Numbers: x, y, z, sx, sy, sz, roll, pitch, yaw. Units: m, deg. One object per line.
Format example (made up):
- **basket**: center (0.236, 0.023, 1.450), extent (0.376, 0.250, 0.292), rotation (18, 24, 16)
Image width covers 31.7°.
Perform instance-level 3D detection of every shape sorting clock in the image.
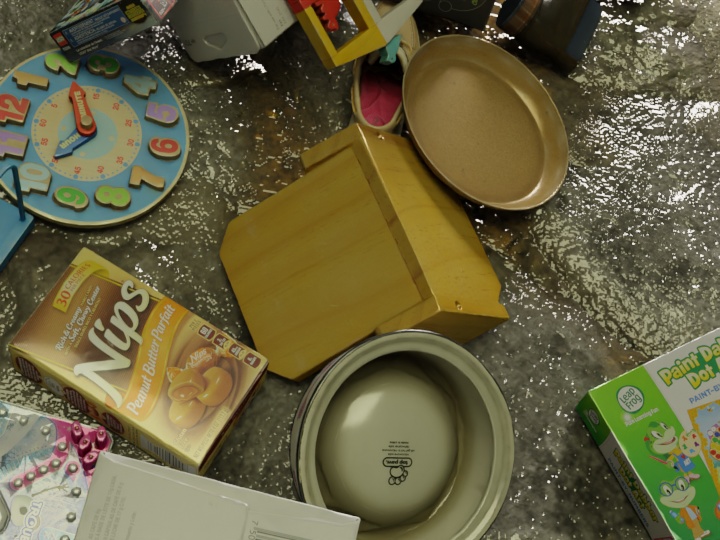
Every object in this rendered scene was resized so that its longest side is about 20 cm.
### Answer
- **shape sorting clock**: center (-0.263, -0.133, 1.224), extent (0.196, 0.039, 0.203), rotation (4, 63, -8)

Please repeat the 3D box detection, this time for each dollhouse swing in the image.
- **dollhouse swing**: center (0.000, 0.000, 1.206), extent (0.181, 0.175, 0.202), rotation (9, 50, -54)

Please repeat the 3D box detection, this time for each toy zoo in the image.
- **toy zoo**: center (-0.018, -0.287, 1.219), extent (0.131, 0.020, 0.202), rotation (-40, 109, -28)

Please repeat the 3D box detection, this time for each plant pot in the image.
- **plant pot**: center (0.122, -0.145, 1.278), extent (0.197, 0.027, 0.203), rotation (15, 58, -25)

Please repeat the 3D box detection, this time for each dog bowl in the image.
- **dog bowl**: center (0.028, 0.150, 1.072), extent (0.197, 0.074, 0.204), rotation (0, 90, -23)

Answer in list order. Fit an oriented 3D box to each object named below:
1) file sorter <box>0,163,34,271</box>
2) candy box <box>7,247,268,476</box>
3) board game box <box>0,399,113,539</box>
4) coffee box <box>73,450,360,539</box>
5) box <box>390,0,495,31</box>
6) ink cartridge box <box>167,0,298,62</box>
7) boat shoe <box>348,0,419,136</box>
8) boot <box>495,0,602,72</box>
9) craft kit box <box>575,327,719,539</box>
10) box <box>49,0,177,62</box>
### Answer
- **file sorter**: center (-0.412, -0.063, 1.114), extent (0.198, 0.123, 0.140), rotation (27, 62, 4)
- **candy box**: center (-0.194, 0.082, 1.116), extent (0.198, 0.056, 0.116), rotation (31, 62, 6)
- **board game box**: center (-0.329, 0.196, 1.050), extent (0.197, 0.026, 0.203), rotation (16, 61, -1)
- **coffee box**: center (-0.122, 0.282, 0.945), extent (0.197, 0.199, 0.202), rotation (14, 62, -1)
- **box**: center (0.110, -0.383, 1.339), extent (0.122, 0.150, 0.202), rotation (18, 49, 0)
- **ink cartridge box**: center (-0.087, -0.305, 1.276), extent (0.200, 0.145, 0.087), rotation (-44, 117, -27)
- **boat shoe**: center (0.028, -0.204, 1.295), extent (0.072, 0.069, 0.203), rotation (10, 62, -5)
- **boot**: center (0.221, -0.305, 1.396), extent (0.096, 0.075, 0.201), rotation (37, 57, -14)
- **craft kit box**: center (0.332, 0.166, 1.176), extent (0.198, 0.049, 0.199), rotation (-22, 66, -20)
- **box**: center (-0.206, -0.296, 1.251), extent (0.040, 0.135, 0.201), rotation (52, 46, -28)
